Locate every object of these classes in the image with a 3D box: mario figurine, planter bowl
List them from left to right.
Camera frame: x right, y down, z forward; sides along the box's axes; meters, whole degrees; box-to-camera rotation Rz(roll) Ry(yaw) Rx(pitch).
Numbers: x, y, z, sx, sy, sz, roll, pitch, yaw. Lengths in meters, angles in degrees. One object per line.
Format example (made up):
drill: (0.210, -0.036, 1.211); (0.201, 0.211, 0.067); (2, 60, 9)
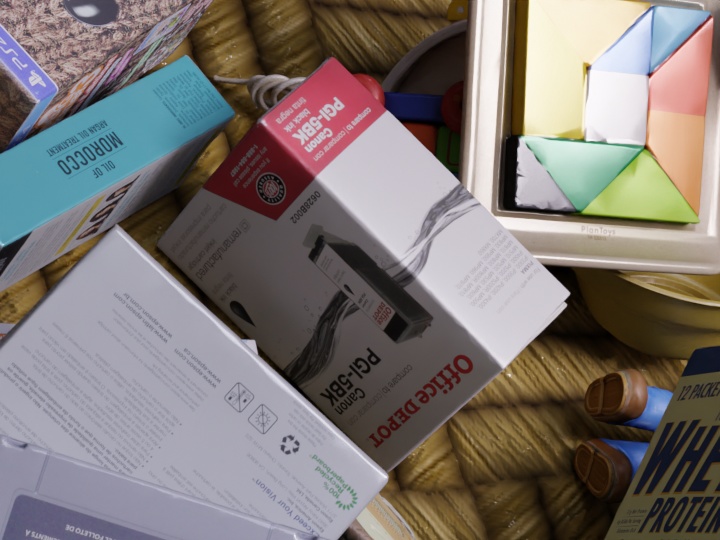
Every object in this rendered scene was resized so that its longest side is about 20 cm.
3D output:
planter bowl: (0.206, 0.000, 1.601); (0.200, 0.084, 0.201); (9, 31, -5)
mario figurine: (0.243, 0.110, 1.551); (0.199, 0.124, 0.106); (5, 41, -26)

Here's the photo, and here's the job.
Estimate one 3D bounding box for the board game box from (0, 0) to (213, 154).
board game box: (-0.201, -0.172, 1.454); (0.159, 0.097, 0.200); (46, 46, 2)

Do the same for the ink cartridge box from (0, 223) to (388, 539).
ink cartridge box: (-0.122, 0.115, 1.264); (0.200, 0.041, 0.200); (43, 79, -2)

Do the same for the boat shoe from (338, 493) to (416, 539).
boat shoe: (-0.042, 0.106, 1.346); (0.200, 0.072, 0.076); (51, 28, -1)

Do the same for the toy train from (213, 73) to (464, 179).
toy train: (-0.001, -0.059, 1.532); (0.199, 0.085, 0.116); (4, 82, 14)

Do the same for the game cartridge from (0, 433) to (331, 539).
game cartridge: (-0.119, 0.170, 1.220); (0.199, 0.041, 0.134); (19, 78, -6)

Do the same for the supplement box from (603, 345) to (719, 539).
supplement box: (0.257, 0.172, 1.380); (0.200, 0.134, 0.200); (34, 71, -18)

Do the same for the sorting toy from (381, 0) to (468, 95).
sorting toy: (0.132, -0.135, 1.634); (0.199, 0.107, 0.180); (19, 19, 11)

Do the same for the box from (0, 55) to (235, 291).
box: (-0.166, -0.050, 1.405); (0.049, 0.082, 0.200); (50, 46, 7)

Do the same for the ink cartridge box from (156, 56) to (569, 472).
ink cartridge box: (0.000, 0.000, 1.438); (0.200, 0.147, 0.083); (45, 47, 1)

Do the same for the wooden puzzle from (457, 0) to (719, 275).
wooden puzzle: (0.148, -0.101, 1.490); (0.184, 0.037, 0.201); (3, 84, -25)

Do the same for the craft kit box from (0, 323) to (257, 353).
craft kit box: (-0.132, 0.127, 1.335); (0.197, 0.049, 0.201); (3, 59, -29)
